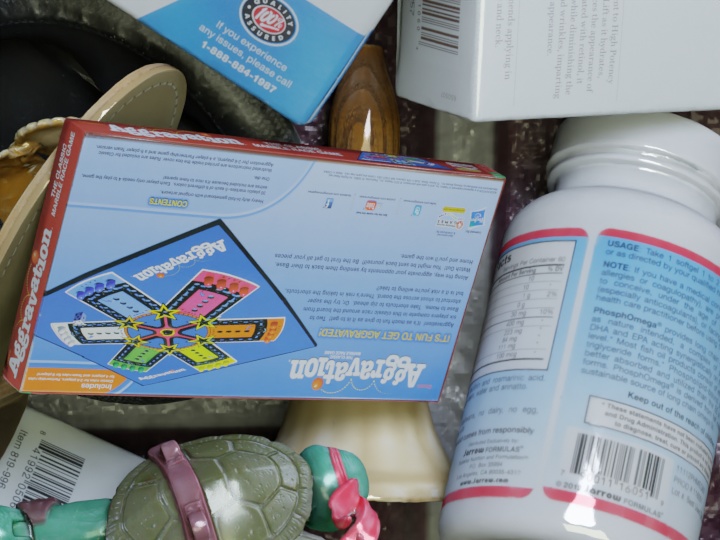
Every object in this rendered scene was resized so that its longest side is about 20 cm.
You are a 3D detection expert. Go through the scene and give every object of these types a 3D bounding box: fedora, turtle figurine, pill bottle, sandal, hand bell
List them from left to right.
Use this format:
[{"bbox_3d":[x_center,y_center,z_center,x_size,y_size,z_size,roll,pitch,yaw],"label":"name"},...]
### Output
[{"bbox_3d":[-0.149,-0.006,0.836,0.070,0.078,0.212,37,111,21],"label":"sandal"},{"bbox_3d":[-0.102,-0.046,0.900,0.200,0.092,0.201,5,116,10],"label":"fedora"},{"bbox_3d":[-0.067,0.111,0.843,0.200,0.150,0.101,-14,127,-13],"label":"turtle figurine"},{"bbox_3d":[0.000,0.000,0.950,0.104,0.104,0.200,1,87,-7],"label":"hand bell"},{"bbox_3d":[0.104,0.036,0.914,0.109,0.109,0.200,19,68,-10],"label":"pill bottle"}]

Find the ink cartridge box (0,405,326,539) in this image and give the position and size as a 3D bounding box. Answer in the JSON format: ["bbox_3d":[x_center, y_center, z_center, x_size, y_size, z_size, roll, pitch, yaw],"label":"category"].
[{"bbox_3d":[-0.123,0.156,0.918,0.200,0.083,0.147,26,58,-10],"label":"ink cartridge box"}]

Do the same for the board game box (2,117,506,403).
[{"bbox_3d":[-0.037,0.001,0.833,0.200,0.019,0.103,4,108,-38],"label":"board game box"}]

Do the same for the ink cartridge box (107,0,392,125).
[{"bbox_3d":[-0.022,-0.180,0.780,0.144,0.085,0.200,33,115,-5],"label":"ink cartridge box"}]

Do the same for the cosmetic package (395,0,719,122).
[{"bbox_3d":[0.119,-0.120,0.906,0.200,0.074,0.102,-4,106,-27],"label":"cosmetic package"}]
